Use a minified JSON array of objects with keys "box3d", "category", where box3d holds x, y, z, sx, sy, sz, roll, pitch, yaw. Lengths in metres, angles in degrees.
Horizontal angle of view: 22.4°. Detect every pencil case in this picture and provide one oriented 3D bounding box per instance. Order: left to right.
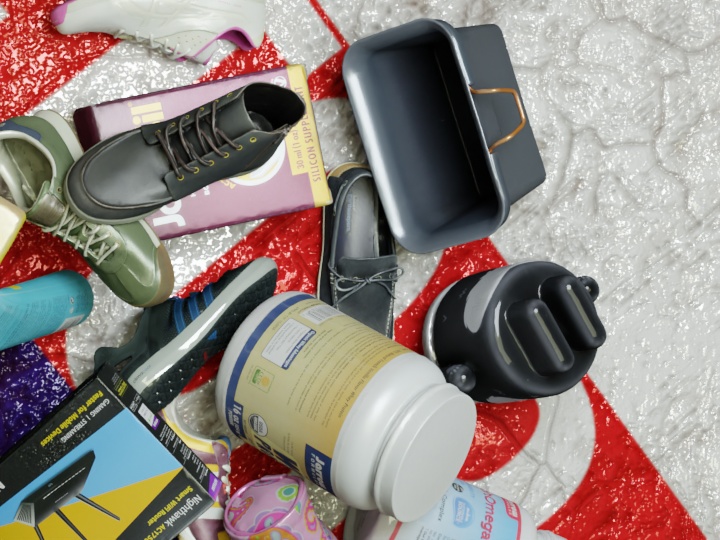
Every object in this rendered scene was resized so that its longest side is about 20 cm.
[{"box3d":[-0.046,0.273,1.623,0.087,0.087,0.201,-38,120,-14],"category":"pencil case"}]

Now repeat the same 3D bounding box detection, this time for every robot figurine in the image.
[{"box3d":[0.139,0.059,1.649,0.149,0.200,0.126,10,78,-25],"category":"robot figurine"}]

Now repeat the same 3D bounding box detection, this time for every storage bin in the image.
[{"box3d":[0.095,-0.137,1.661,0.134,0.145,0.201,-26,99,-54],"category":"storage bin"}]

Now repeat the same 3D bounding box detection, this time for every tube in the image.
[{"box3d":[-0.284,0.037,1.522,0.050,0.200,0.078,32,103,9],"category":"tube"}]

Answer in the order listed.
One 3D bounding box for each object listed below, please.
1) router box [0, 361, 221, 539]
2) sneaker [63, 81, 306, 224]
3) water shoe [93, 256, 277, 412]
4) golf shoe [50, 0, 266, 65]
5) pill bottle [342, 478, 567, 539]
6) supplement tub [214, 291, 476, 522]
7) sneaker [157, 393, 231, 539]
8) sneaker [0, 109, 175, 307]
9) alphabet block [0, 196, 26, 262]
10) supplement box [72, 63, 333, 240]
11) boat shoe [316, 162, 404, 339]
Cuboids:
[{"box3d":[-0.241,0.198,1.565,0.200,0.051,0.149,-41,99,14],"category":"router box"},{"box3d":[-0.144,-0.104,1.484,0.199,0.106,0.075,-24,84,-30],"category":"sneaker"},{"box3d":[-0.156,0.041,1.624,0.079,0.072,0.200,33,56,21],"category":"water shoe"},{"box3d":[-0.175,-0.224,1.624,0.198,0.075,0.092,-13,97,-16],"category":"golf shoe"},{"box3d":[0.092,0.252,1.682,0.199,0.109,0.109,23,83,-16],"category":"pill bottle"},{"box3d":[-0.013,0.119,1.587,0.199,0.144,0.145,28,79,29],"category":"supplement tub"},{"box3d":[-0.138,0.198,1.629,0.090,0.075,0.201,-38,101,-9],"category":"sneaker"},{"box3d":[-0.243,-0.046,1.509,0.067,0.090,0.201,-42,79,26],"category":"sneaker"},{"box3d":[-0.413,-0.013,1.484,0.199,0.196,0.196,31,83,-15],"category":"alphabet block"},{"box3d":[-0.141,-0.101,1.616,0.199,0.103,0.132,-14,95,-16],"category":"supplement box"},{"box3d":[0.000,0.000,1.680,0.074,0.062,0.202,-3,92,-19],"category":"boat shoe"}]
